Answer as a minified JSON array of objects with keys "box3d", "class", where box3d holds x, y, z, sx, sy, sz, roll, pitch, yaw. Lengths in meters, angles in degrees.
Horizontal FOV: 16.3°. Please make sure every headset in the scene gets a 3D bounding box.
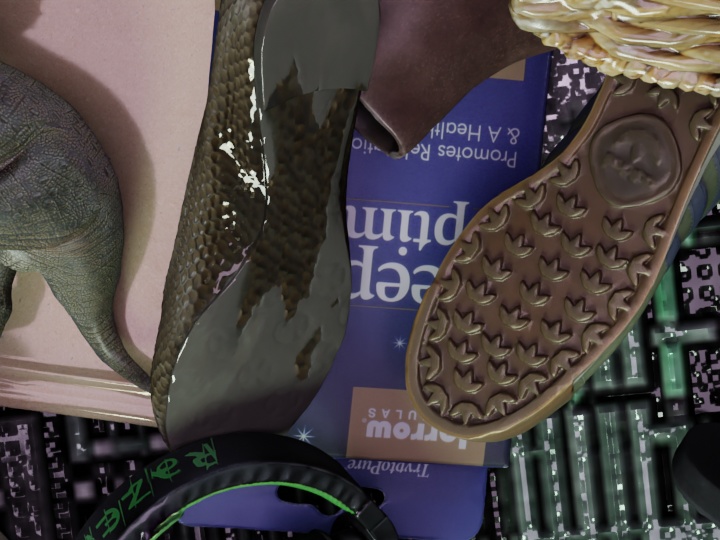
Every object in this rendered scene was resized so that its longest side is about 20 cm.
[{"box3d":[-0.021,0.147,0.880,0.123,0.094,0.200,-40,125,-5],"class":"headset"}]

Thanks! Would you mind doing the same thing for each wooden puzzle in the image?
[{"box3d":[-0.122,-0.042,0.921,0.199,0.037,0.186,7,97,-1],"class":"wooden puzzle"}]

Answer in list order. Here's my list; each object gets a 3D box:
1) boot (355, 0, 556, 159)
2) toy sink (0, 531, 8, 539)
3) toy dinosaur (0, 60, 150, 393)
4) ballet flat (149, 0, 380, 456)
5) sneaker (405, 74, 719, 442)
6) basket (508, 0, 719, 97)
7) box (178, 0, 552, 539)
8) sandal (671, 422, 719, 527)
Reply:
[{"box3d":[0.020,-0.159,0.847,0.166,0.072,0.200,-36,97,-17],"class":"boot"},{"box3d":[-0.183,0.202,0.912,0.200,0.112,0.130,-41,91,8],"class":"toy sink"},{"box3d":[-0.133,-0.034,0.866,0.102,0.077,0.200,-44,92,12],"class":"toy dinosaur"},{"box3d":[-0.036,-0.022,0.833,0.067,0.046,0.200,-10,126,-30],"class":"ballet flat"},{"box3d":[0.095,-0.024,0.872,0.067,0.090,0.200,34,95,20],"class":"sneaker"},{"box3d":[0.149,-0.146,0.772,0.200,0.149,0.143,1,132,19],"class":"basket"},{"box3d":[0.000,0.000,0.900,0.121,0.032,0.201,4,98,-11],"class":"box"},{"box3d":[0.202,0.110,0.885,0.200,0.075,0.045,35,114,3],"class":"sandal"}]
